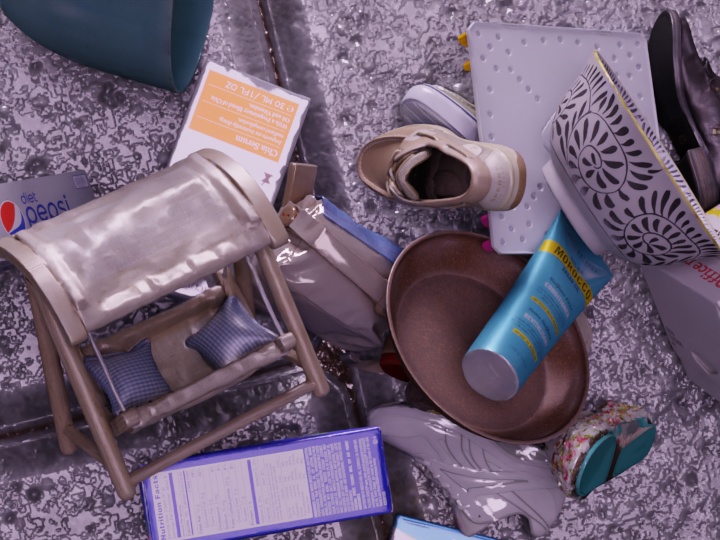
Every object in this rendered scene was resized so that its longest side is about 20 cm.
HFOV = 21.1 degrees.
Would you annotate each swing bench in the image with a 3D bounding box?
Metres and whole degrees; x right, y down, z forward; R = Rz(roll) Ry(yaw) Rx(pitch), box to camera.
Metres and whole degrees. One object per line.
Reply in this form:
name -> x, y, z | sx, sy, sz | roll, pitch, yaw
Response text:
swing bench -> -0.155, 0.035, 1.524 | 0.198, 0.129, 0.202 | -27, 117, -26

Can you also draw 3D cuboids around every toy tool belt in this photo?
toy tool belt -> 0.000, 0.000, 1.661 | 0.199, 0.124, 0.124 | 32, 65, -30

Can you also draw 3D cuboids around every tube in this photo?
tube -> 0.149, 0.029, 1.601 | 0.078, 0.050, 0.200 | 58, 44, -17

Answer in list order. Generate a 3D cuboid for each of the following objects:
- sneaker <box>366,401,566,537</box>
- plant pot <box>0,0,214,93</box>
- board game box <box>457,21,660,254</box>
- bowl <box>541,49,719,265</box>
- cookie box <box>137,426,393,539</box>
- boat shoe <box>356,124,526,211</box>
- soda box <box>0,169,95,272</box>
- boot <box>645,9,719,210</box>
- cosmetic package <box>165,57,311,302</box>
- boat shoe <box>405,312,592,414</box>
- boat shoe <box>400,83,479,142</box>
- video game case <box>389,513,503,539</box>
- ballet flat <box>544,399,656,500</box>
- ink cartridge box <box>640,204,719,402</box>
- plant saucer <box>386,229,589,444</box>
sneaker -> 0.092, 0.179, 1.689 | 0.198, 0.078, 0.100 | 21, 87, -5
plant pot -> -0.211, -0.262, 1.621 | 0.159, 0.201, 0.202 | 11, 85, 4
board game box -> 0.180, -0.112, 1.696 | 0.199, 0.026, 0.202 | -1, 80, -33
bowl -> 0.212, -0.075, 1.617 | 0.094, 0.201, 0.202 | -32, 91, 11
cookie box -> -0.084, 0.183, 1.618 | 0.198, 0.171, 0.076 | -9, 85, -7
boat shoe -> 0.053, -0.085, 1.641 | 0.065, 0.199, 0.073 | -1, 100, -37
soda box -> -0.292, -0.035, 1.587 | 0.068, 0.200, 0.064 | -20, 90, 25
boot -> 0.357, -0.150, 1.757 | 0.173, 0.069, 0.202 | -13, 92, -14
cosmetic package -> -0.124, -0.069, 1.676 | 0.101, 0.071, 0.202 | 20, 85, -6
boat shoe -> 0.121, 0.075, 1.682 | 0.199, 0.059, 0.072 | -19, 77, -42
boat shoe -> 0.124, -0.106, 1.721 | 0.199, 0.072, 0.062 | 38, 67, -13
video game case -> 0.076, 0.330, 1.706 | 0.142, 0.018, 0.202 | 14, 85, -6
ballet flat -> 0.194, 0.151, 1.659 | 0.064, 0.200, 0.076 | 25, 102, 23
ink cartridge box -> 0.374, 0.014, 1.680 | 0.199, 0.147, 0.145 | -31, 115, -9
plant saucer -> 0.099, 0.061, 1.607 | 0.199, 0.037, 0.202 | 19, 51, -24
